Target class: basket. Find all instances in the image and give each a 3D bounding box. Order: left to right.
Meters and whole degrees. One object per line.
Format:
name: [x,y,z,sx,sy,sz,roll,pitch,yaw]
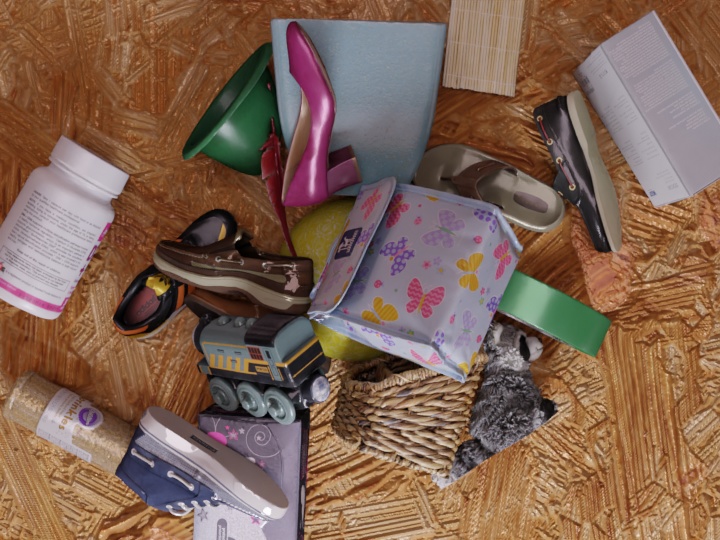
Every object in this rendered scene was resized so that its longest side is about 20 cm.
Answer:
basket: [0.049,0.135,1.233,0.141,0.200,0.151,18,91,-4]

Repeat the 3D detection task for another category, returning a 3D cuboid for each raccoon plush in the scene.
raccoon plush: [0.144,0.151,1.272,0.198,0.097,0.135,-31,83,-17]

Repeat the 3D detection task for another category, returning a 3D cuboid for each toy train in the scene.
toy train: [-0.116,0.103,1.213,0.085,0.198,0.115,-35,115,-37]

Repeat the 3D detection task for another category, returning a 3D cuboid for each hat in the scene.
hat: [-0.105,-0.144,1.291,0.175,0.165,0.201,38,79,-18]

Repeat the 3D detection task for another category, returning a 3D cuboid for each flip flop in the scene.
flip flop: [0.160,-0.102,1.306,0.197,0.058,0.082,22,90,2]

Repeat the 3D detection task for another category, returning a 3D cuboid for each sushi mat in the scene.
sushi mat: [0.159,-0.324,1.332,0.094,0.012,0.204,6,90,2]

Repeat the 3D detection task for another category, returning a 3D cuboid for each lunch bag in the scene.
lunch bag: [0.045,0.001,1.131,0.198,0.127,0.171,18,75,36]

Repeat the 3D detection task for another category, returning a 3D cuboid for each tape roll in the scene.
tape roll: [0.192,0.036,1.232,0.198,0.200,0.049,25,90,2]

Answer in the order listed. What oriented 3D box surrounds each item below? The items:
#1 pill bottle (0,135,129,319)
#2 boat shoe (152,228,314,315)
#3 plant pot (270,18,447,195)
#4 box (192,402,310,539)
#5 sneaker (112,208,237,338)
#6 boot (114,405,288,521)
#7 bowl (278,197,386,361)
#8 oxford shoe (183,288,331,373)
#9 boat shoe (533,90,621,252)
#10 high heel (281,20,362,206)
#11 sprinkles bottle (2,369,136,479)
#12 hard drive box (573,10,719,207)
pill bottle: [-0.371,-0.054,1.293,0.112,0.113,0.202,30,91,2]
boat shoe: [-0.143,-0.013,1.225,0.199,0.075,0.076,16,103,12]
plant pot: [-0.001,-0.193,1.253,0.192,0.197,0.204,1,104,2]
box: [-0.132,0.269,1.281,0.130,0.115,0.204,3,89,2]
sneaker: [-0.226,0.007,1.299,0.070,0.090,0.200,43,91,2]
boot: [-0.180,0.244,1.200,0.198,0.073,0.091,32,99,14]
bowl: [0.000,0.000,1.260,0.197,0.108,0.204,2,77,-10]
oxford shoe: [-0.121,0.059,1.311,0.197,0.071,0.072,23,71,-9]
boat shoe: [0.270,-0.115,1.303,0.062,0.074,0.204,-18,96,28]
high heel: [-0.068,-0.160,1.133,0.095,0.068,0.202,-20,117,0]
sprinkles bottle: [-0.341,0.197,1.311,0.198,0.068,0.069,27,90,2]
hard drive box: [0.347,-0.184,1.254,0.076,0.156,0.202,-30,89,0]
